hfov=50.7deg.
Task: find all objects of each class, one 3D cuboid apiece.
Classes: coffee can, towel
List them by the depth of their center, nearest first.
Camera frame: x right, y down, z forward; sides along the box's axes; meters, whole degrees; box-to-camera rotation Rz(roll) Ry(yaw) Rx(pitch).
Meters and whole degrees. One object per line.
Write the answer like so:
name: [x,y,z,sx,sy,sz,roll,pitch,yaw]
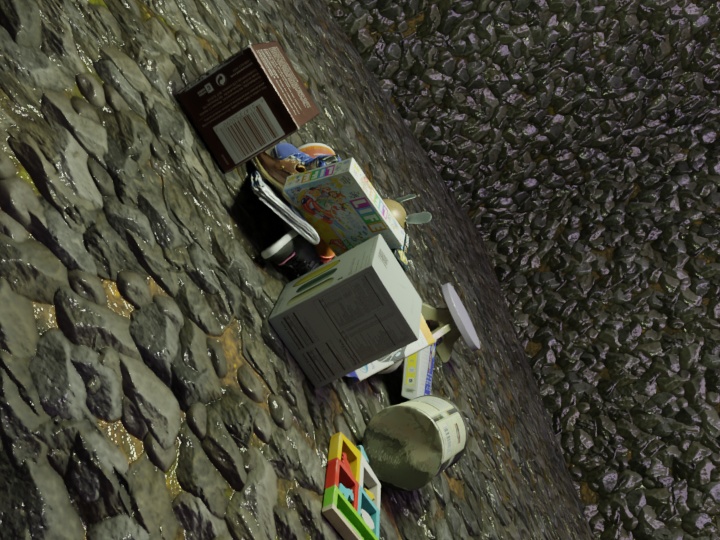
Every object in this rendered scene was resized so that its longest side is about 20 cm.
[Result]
towel: [-0.140,-0.117,1.375,0.147,0.024,0.200,41,4,-18]
coffee can: [0.104,0.308,1.382,0.147,0.146,0.200,66,17,12]

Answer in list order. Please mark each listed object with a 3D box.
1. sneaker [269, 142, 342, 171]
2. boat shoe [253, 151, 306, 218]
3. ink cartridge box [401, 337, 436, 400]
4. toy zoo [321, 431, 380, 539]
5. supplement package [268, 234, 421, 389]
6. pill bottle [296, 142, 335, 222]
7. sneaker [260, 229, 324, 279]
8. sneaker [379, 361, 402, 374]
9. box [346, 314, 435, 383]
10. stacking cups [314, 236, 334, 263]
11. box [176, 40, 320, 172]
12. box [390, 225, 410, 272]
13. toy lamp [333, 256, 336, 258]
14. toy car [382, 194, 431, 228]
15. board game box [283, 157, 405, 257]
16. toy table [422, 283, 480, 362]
sneaker: [-0.088,-0.197,1.487,0.080,0.115,0.199,-15,57,-39]
boat shoe: [-0.131,-0.173,1.437,0.200,0.068,0.072,45,2,37]
ink cartridge box: [0.125,0.233,1.643,0.198,0.047,0.200,46,51,-73]
toy zoo: [-0.010,0.346,1.195,0.131,0.020,0.200,56,17,-22]
supplement package: [-0.020,0.067,1.284,0.151,0.200,0.152,57,17,-16]
pill bottle: [-0.087,-0.166,1.613,0.112,0.112,0.200,43,25,-50]
sneaker: [-0.111,-0.016,1.367,0.099,0.071,0.200,58,12,2]
sneaker: [0.049,0.171,1.549,0.088,0.081,0.200,66,22,-9]
box: [0.031,0.129,1.448,0.119,0.200,0.041,63,-21,9]
stacking cups: [-0.059,-0.086,1.437,0.060,0.200,0.061,17,32,-11]
box: [-0.199,-0.304,1.391,0.164,0.166,0.200,58,16,-13]
box: [0.000,0.000,1.457,0.046,0.200,0.159,54,17,-17]
toy lamp: [-0.040,0.003,1.594,0.058,0.058,0.200,35,33,-58]
toy car: [0.054,-0.097,1.701,0.164,0.200,0.158,58,-3,43]
board game box: [-0.026,-0.103,1.339,0.200,0.134,0.034,51,37,-40]
toy table: [0.237,0.149,2.106,0.200,0.117,0.184,65,16,7]
